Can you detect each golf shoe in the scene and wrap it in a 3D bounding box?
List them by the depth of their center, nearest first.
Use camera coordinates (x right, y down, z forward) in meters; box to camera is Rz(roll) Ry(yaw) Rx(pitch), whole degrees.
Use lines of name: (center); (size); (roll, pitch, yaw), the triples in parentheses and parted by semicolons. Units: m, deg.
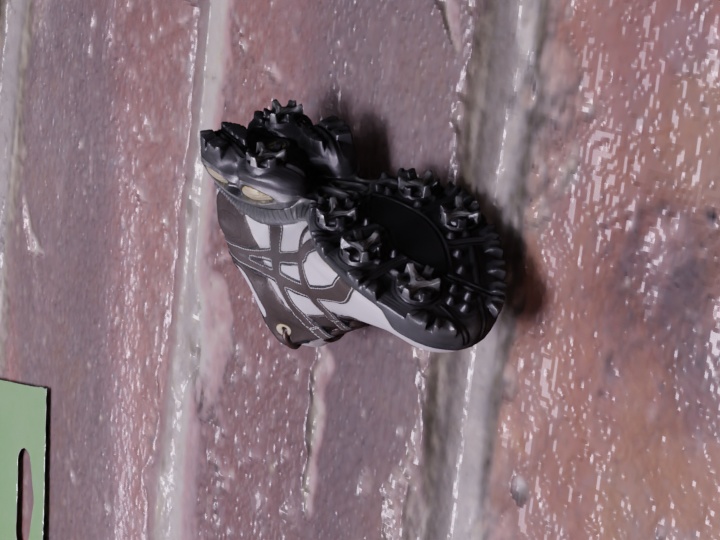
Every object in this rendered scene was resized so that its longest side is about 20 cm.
golf shoe: (0.000, 0.000, 0.900); (0.200, 0.077, 0.095); (41, 140, 50)

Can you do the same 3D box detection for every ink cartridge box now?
ink cartridge box: (-0.261, 0.137, 1.297); (0.200, 0.048, 0.147); (4, 93, 58)
